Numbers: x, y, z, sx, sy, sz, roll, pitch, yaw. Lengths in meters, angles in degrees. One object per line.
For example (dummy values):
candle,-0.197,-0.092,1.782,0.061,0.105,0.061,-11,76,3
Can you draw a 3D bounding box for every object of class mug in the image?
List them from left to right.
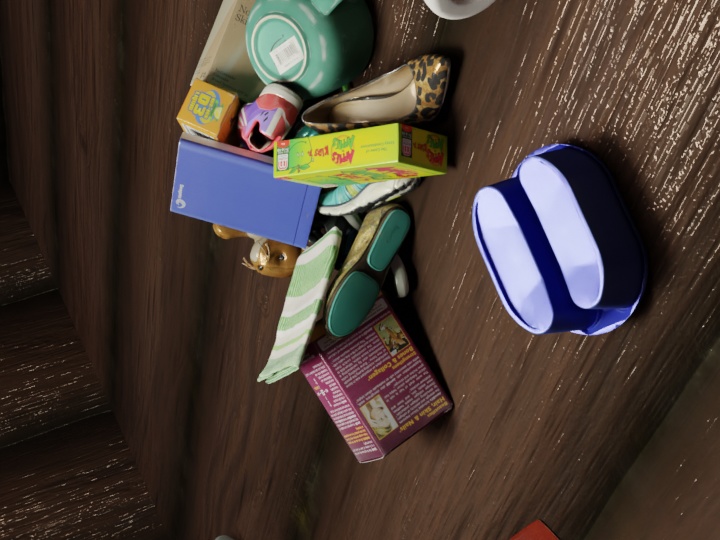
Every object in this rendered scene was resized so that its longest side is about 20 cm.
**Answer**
mug,-0.072,-0.313,1.492,0.151,0.114,0.187,23,124,24

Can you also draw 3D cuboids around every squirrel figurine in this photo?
squirrel figurine,-0.123,-0.088,1.734,0.141,0.199,0.188,-35,85,42

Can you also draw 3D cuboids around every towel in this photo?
towel,-0.080,0.049,1.560,0.152,0.023,0.202,-33,36,64

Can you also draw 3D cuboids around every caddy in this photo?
caddy,0.205,-0.030,1.177,0.141,0.104,0.202,-32,75,41

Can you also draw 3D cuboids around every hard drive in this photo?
hard drive,-0.157,-0.108,1.595,0.026,0.198,0.133,-76,3,-45

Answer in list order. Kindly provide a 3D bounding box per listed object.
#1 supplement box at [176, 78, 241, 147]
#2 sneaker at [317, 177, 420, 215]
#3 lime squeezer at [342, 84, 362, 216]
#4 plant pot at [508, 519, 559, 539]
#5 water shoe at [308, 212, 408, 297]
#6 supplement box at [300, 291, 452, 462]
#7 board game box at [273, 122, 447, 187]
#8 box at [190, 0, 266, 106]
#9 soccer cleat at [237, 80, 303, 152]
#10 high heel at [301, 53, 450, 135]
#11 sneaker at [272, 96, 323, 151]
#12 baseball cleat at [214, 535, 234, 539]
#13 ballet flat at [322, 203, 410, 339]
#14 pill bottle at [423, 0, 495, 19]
supplement box,-0.205,-0.207,1.630,0.200,0.068,0.067,121,173,-83
sneaker,0.009,-0.123,1.552,0.199,0.077,0.080,-23,83,51
lime squeezer,-0.008,-0.160,1.605,0.070,0.037,0.202,28,130,55
plant pot,0.197,0.464,1.405,0.200,0.175,0.202,42,141,48
water shoe,-0.007,-0.015,1.629,0.200,0.078,0.072,46,155,42
supplement box,0.011,0.143,1.598,0.201,0.130,0.103,58,155,1
board game box,-0.002,-0.140,1.436,0.198,0.101,0.048,-3,84,39
box,-0.153,-0.333,1.617,0.078,0.094,0.202,12,81,66
soccer cleat,-0.134,-0.186,1.540,0.068,0.074,0.200,31,162,-13
high heel,0.019,-0.207,1.393,0.200,0.141,0.072,143,119,-64
sneaker,-0.067,-0.242,1.631,0.120,0.084,0.201,31,108,4
baseball cleat,-0.259,0.660,2.605,0.200,0.069,0.107,49,140,25
ballet flat,0.000,0.000,1.544,0.070,0.201,0.071,28,170,6
pill bottle,0.071,-0.368,1.228,0.201,0.111,0.113,57,150,32
